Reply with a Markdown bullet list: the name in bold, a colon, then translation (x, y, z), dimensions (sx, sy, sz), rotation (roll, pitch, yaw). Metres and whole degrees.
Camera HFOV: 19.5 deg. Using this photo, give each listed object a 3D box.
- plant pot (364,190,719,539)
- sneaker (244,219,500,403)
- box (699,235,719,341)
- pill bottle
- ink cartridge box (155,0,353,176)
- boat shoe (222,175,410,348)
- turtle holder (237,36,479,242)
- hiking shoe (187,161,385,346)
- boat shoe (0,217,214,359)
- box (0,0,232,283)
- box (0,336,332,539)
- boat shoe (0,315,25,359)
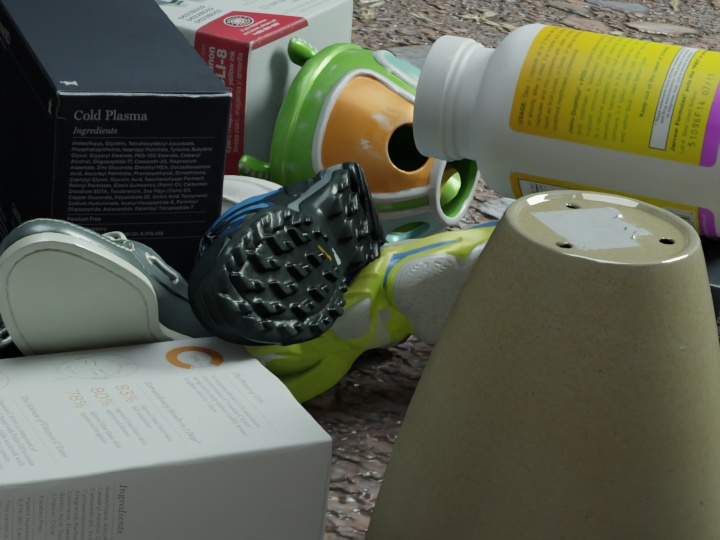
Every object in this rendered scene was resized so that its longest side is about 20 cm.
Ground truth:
- **plant pot**: translation (0.101, 0.070, 1.018), dimensions (0.187, 0.200, 0.187), rotation (5, 23, -2)
- **sneaker**: translation (0.000, 0.000, 1.224), dimensions (0.200, 0.076, 0.105), rotation (-23, 49, -10)
- **box**: translation (0.202, 0.026, 1.256), dimensions (0.196, 0.124, 0.200), rotation (6, 23, 3)
- **pill bottle**: translation (0.136, -0.085, 1.210), dimensions (0.200, 0.104, 0.104), rotation (12, 23, 19)
- **ink cartridge box**: translation (-0.129, -0.134, 1.504), dimensions (0.200, 0.145, 0.145), rotation (16, 27, 25)
- **boat shoe**: translation (-0.057, -0.006, 1.319), dimensions (0.200, 0.071, 0.069), rotation (26, 28, 35)
- **turtle holder**: translation (0.012, -0.068, 1.435), dimensions (0.132, 0.186, 0.141), rotation (16, 56, 21)
- **hiking shoe**: translation (-0.053, 0.002, 1.121), dimensions (0.087, 0.074, 0.200), rotation (-18, 7, 23)
- **boat shoe**: translation (-0.129, 0.016, 1.068), dimensions (0.200, 0.073, 0.062), rotation (42, 21, -56)
- **box**: translation (-0.158, -0.054, 1.262), dimensions (0.104, 0.182, 0.200), rotation (-3, 25, -20)
- **box**: translation (-0.131, 0.106, 0.997), dimensions (0.200, 0.098, 0.124), rotation (-6, 25, -26)
- **boat shoe**: translation (-0.228, 0.046, 1.035), dimensions (0.199, 0.068, 0.074), rotation (-22, 62, -32)
